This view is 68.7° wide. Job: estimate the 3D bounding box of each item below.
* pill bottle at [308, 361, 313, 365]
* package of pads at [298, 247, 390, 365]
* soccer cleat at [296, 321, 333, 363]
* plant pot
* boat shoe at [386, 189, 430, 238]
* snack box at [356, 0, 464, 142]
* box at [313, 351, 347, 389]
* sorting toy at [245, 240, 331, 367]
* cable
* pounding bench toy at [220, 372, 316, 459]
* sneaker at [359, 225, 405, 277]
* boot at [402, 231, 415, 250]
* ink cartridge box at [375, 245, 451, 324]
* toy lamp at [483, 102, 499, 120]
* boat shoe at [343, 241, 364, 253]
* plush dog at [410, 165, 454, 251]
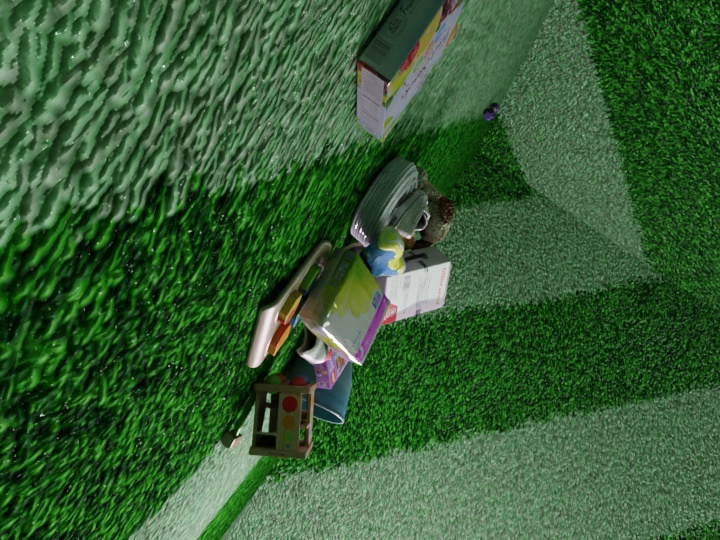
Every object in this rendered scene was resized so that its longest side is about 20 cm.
[{"bbox_3d":[-0.069,0.143,1.336,0.204,0.109,0.111,-58,173,1],"label":"pill bottle"},{"bbox_3d":[-0.026,0.075,1.009,0.158,0.066,0.201,-61,145,-19],"label":"package of pads"},{"bbox_3d":[-0.076,0.084,1.063,0.084,0.067,0.208,20,82,-46],"label":"soccer cleat"},{"bbox_3d":[-0.104,0.289,1.447,0.201,0.194,0.193,107,4,-66],"label":"plant pot"},{"bbox_3d":[0.119,-0.120,1.143,0.073,0.065,0.200,-59,172,26],"label":"boat shoe"},{"bbox_3d":[0.066,-0.288,0.677,0.203,0.052,0.143,-57,174,-11],"label":"snack box"},{"bbox_3d":[-0.070,0.142,1.199,0.137,0.038,0.208,-50,138,-59],"label":"box"},{"bbox_3d":[-0.122,0.064,0.938,0.201,0.036,0.188,-51,170,-43],"label":"sorting toy"},{"bbox_3d":[0.052,-0.146,1.120,0.202,0.068,0.201,-54,172,-15],"label":"cable"},{"bbox_3d":[-0.199,0.304,1.140,0.124,0.191,0.163,76,17,-83],"label":"pounding bench toy"},{"bbox_3d":[0.037,-0.022,1.102,0.103,0.077,0.201,-32,159,-7],"label":"sneaker"},{"bbox_3d":[0.064,-0.048,1.346,0.139,0.072,0.205,-4,136,-25],"label":"boot"},{"bbox_3d":[0.124,0.035,1.345,0.193,0.084,0.149,-12,126,-25],"label":"ink cartridge box"},{"bbox_3d":[0.621,-0.755,2.502,0.059,0.057,0.201,-61,175,36],"label":"toy lamp"},{"bbox_3d":[0.000,0.000,1.227,0.071,0.067,0.201,-18,155,1],"label":"boat shoe"},{"bbox_3d":[0.180,-0.149,1.398,0.155,0.175,0.203,2,137,-29],"label":"plush dog"}]
